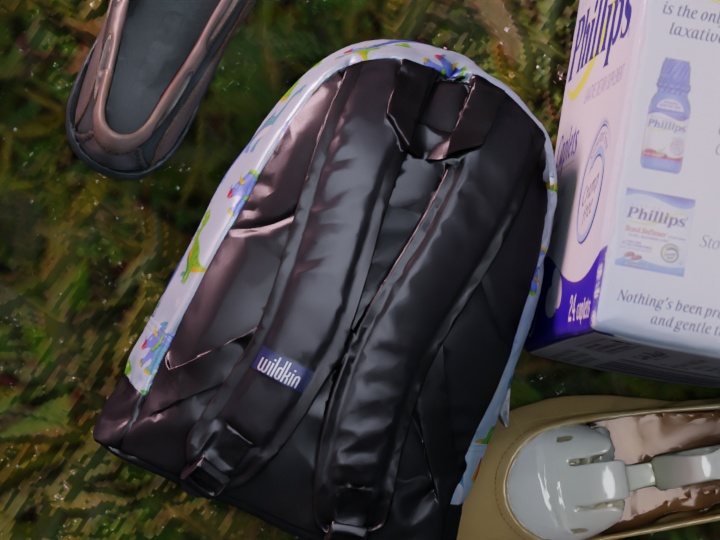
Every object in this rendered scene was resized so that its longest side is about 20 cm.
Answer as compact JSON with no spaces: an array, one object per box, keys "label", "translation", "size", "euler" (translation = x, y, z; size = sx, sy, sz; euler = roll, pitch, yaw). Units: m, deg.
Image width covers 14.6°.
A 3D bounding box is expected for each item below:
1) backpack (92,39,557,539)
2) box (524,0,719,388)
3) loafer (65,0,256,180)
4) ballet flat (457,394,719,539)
[{"label":"backpack","translation":[0.000,0.000,1.173],"size":[0.163,0.154,0.200],"euler":[20,106,-3]},{"label":"box","translation":[0.143,-0.058,1.163],"size":[0.105,0.184,0.201],"euler":[10,85,-4]},{"label":"loafer","translation":[-0.070,-0.135,1.201],"size":[0.072,0.063,0.201],"euler":[20,84,-6]},{"label":"ballet flat","translation":[0.123,0.083,1.212],"size":[0.199,0.063,0.069],"euler":[-11,89,-7]}]
